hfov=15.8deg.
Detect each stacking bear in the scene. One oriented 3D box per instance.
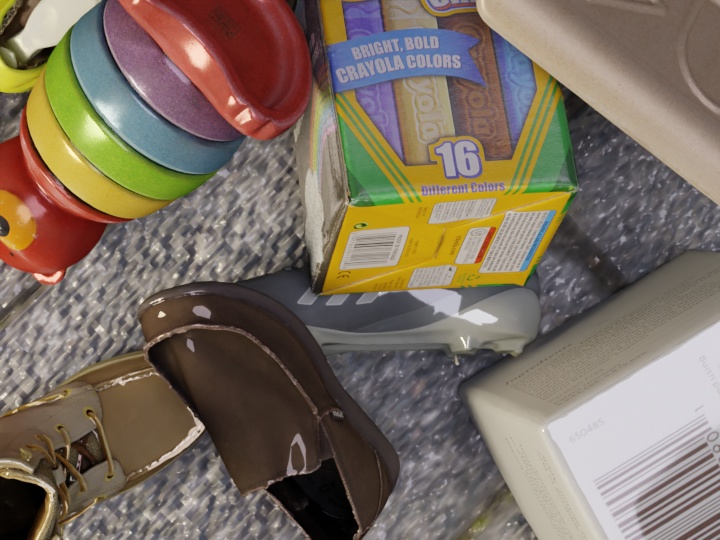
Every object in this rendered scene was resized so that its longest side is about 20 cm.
[{"bbox_3d":[-0.128,-0.072,1.343,0.122,0.114,0.200,47,119,-4],"label":"stacking bear"}]

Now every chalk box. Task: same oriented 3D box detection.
[{"bbox_3d":[0.030,-0.103,1.370,0.123,0.125,0.201,-3,67,-10],"label":"chalk box"}]

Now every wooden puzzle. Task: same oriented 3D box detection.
[{"bbox_3d":[0.165,-0.151,1.352,0.185,0.046,0.200,36,60,-10],"label":"wooden puzzle"}]

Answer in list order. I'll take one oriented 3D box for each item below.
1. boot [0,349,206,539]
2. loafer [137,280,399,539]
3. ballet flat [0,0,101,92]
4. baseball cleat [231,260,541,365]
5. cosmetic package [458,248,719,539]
[{"bbox_3d":[-0.157,0.103,1.347,0.199,0.155,0.073,-21,97,-10],"label":"boot"},{"bbox_3d":[-0.044,0.080,1.371,0.073,0.071,0.200,-24,129,29],"label":"loafer"},{"bbox_3d":[-0.124,-0.165,1.382,0.200,0.067,0.067,-40,99,-6],"label":"ballet flat"},{"bbox_3d":[0.000,0.000,1.427,0.199,0.070,0.107,3,77,-13],"label":"baseball cleat"},{"bbox_3d":[0.177,0.100,1.389,0.165,0.200,0.165,-30,99,-7],"label":"cosmetic package"}]
